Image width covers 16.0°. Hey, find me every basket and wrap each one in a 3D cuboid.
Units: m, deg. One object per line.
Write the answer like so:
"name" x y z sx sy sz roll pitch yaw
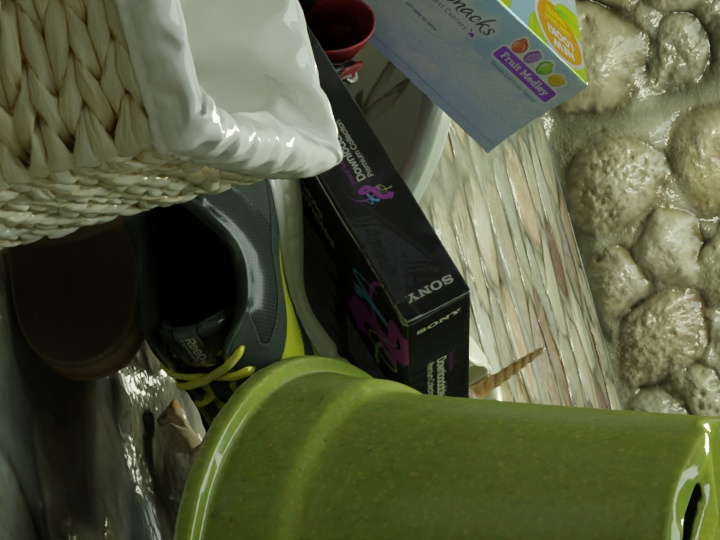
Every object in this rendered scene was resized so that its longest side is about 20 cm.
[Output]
"basket" -0.120 -0.113 0.877 0.198 0.160 0.201 1 74 -79

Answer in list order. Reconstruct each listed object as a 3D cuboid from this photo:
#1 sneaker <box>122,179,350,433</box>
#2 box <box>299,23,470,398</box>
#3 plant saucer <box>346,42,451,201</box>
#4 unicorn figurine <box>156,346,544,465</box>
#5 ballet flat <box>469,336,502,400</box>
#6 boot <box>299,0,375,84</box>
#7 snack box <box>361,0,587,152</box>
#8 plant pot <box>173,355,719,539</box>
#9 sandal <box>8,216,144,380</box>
"sneaker" -0.052 0.037 1.024 0.085 0.074 0.201 -40 115 -62
"box" 0.000 0.000 1.105 0.143 0.036 0.200 59 -10 22
"plant saucer" -0.004 -0.077 1.334 0.050 0.200 0.201 18 48 -33
"unicorn figurine" -0.015 0.074 1.224 0.137 0.074 0.200 37 41 -3
"ballet flat" 0.060 0.083 1.751 0.201 0.072 0.072 61 17 -51
"boot" -0.030 -0.070 1.177 0.200 0.144 0.073 27 50 -52
"snack box" 0.027 -0.180 1.212 0.169 0.068 0.201 40 31 -31
"plant pot" 0.061 0.125 0.948 0.200 0.183 0.202 17 70 -56
"sandal" -0.112 -0.048 1.080 0.070 0.077 0.213 64 22 -66
